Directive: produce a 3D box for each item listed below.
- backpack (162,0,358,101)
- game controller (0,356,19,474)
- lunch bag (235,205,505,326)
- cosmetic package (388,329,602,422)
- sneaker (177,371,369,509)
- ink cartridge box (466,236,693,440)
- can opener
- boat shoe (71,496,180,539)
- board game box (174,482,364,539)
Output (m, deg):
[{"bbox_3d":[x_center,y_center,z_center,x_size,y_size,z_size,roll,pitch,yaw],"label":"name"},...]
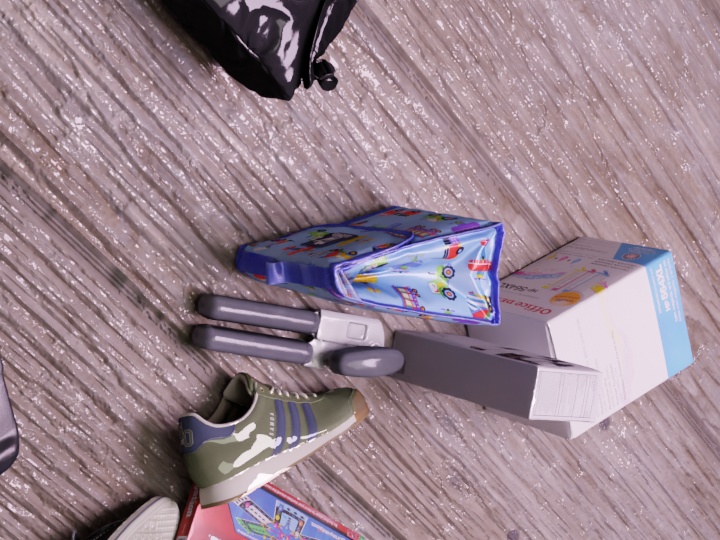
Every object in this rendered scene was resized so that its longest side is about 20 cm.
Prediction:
[{"bbox_3d":[-0.063,-0.260,1.235,0.200,0.126,0.167,-58,137,-15],"label":"backpack"},{"bbox_3d":[-0.322,0.078,1.159,0.104,0.042,0.201,-30,116,-45],"label":"game controller"},{"bbox_3d":[0.000,0.000,1.311,0.199,0.150,0.095,-5,100,-37],"label":"lunch bag"},{"bbox_3d":[0.119,0.093,1.387,0.082,0.200,0.051,9,92,-38],"label":"cosmetic package"},{"bbox_3d":[-0.077,0.125,1.327,0.200,0.067,0.090,-28,95,-42],"label":"sneaker"},{"bbox_3d":[0.203,0.066,1.491,0.200,0.128,0.126,-26,113,-32],"label":"ink cartridge box"},{"bbox_3d":[-0.049,0.059,1.337,0.199,0.067,0.054,11,91,-38],"label":"can opener"},{"bbox_3d":[-0.222,0.250,1.245,0.200,0.062,0.075,-44,138,-40],"label":"boat shoe"},{"bbox_3d":[-0.079,0.249,1.360,0.200,0.019,0.103,36,59,-36],"label":"board game box"}]
